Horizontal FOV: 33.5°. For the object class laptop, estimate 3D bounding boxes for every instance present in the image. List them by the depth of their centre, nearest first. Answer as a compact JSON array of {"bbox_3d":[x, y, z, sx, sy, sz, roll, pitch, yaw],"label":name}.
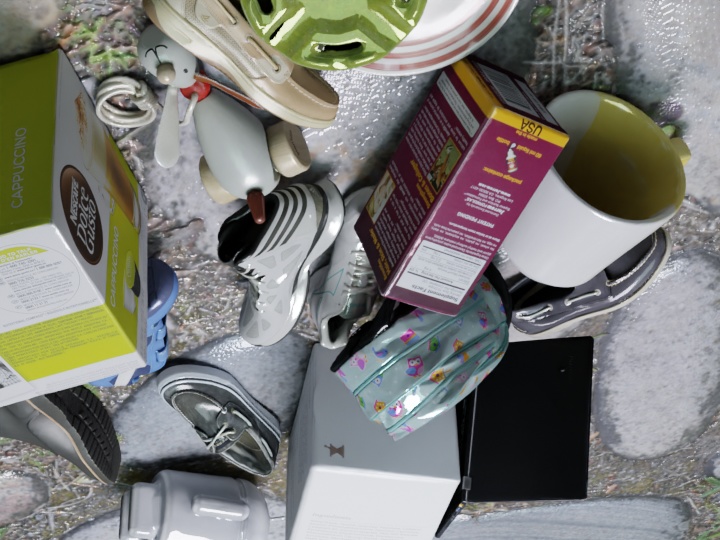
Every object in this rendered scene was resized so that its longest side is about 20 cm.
[{"bbox_3d":[0.166,0.186,1.320,0.114,0.189,0.201,13,149,-5],"label":"laptop"}]

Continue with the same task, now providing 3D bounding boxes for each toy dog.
[{"bbox_3d":[-0.124,-0.112,1.023,0.199,0.097,0.132,26,128,-36],"label":"toy dog"}]

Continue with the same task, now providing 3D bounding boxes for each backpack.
[{"bbox_3d":[0.066,0.079,1.207,0.167,0.127,0.200,-49,170,33],"label":"backpack"}]

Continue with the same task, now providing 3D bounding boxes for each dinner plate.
[{"bbox_3d":[0.038,-0.242,0.965,0.197,0.024,0.202,-7,140,-6],"label":"dinner plate"}]

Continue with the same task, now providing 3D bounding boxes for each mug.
[{"bbox_3d":[0.220,-0.059,1.131,0.184,0.151,0.154,12,144,-15],"label":"mug"}]

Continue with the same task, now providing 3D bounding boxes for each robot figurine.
[{"bbox_3d":[-0.198,0.311,1.486,0.198,0.115,0.169,11,156,-23],"label":"robot figurine"}]

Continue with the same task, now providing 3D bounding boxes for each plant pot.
[{"bbox_3d":[-0.021,-0.236,0.805,0.197,0.191,0.202,-1,132,-1],"label":"plant pot"}]

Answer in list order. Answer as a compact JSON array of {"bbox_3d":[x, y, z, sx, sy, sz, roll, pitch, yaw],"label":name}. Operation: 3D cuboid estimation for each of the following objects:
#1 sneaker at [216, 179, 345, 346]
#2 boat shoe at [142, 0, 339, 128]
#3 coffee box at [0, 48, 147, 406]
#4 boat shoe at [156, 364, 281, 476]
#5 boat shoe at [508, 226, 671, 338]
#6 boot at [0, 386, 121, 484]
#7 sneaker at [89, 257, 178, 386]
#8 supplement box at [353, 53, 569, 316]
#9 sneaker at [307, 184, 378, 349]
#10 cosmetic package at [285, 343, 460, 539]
[{"bbox_3d":[-0.103,-0.005,1.146,0.114,0.076,0.202,-5,135,-40],"label":"sneaker"},{"bbox_3d":[-0.081,-0.183,0.969,0.064,0.072,0.199,-43,132,20],"label":"boat shoe"},{"bbox_3d":[-0.304,-0.027,1.001,0.197,0.201,0.199,-14,140,5],"label":"coffee box"},{"bbox_3d":[-0.154,0.174,1.368,0.072,0.072,0.200,-31,135,23],"label":"boat shoe"},{"bbox_3d":[0.234,0.008,1.261,0.199,0.073,0.062,-33,138,31],"label":"boat shoe"},{"bbox_3d":[-0.367,0.176,1.333,0.137,0.078,0.201,-17,126,14],"label":"boot"},{"bbox_3d":[-0.227,0.056,1.219,0.081,0.075,0.200,16,141,-30],"label":"sneaker"},{"bbox_3d":[0.084,-0.076,1.067,0.085,0.111,0.201,16,119,-27],"label":"supplement box"},{"bbox_3d":[0.000,0.000,1.196,0.069,0.081,0.201,7,135,-17],"label":"sneaker"},{"bbox_3d":[0.008,0.216,1.365,0.164,0.169,0.201,7,138,-8],"label":"cosmetic package"}]
